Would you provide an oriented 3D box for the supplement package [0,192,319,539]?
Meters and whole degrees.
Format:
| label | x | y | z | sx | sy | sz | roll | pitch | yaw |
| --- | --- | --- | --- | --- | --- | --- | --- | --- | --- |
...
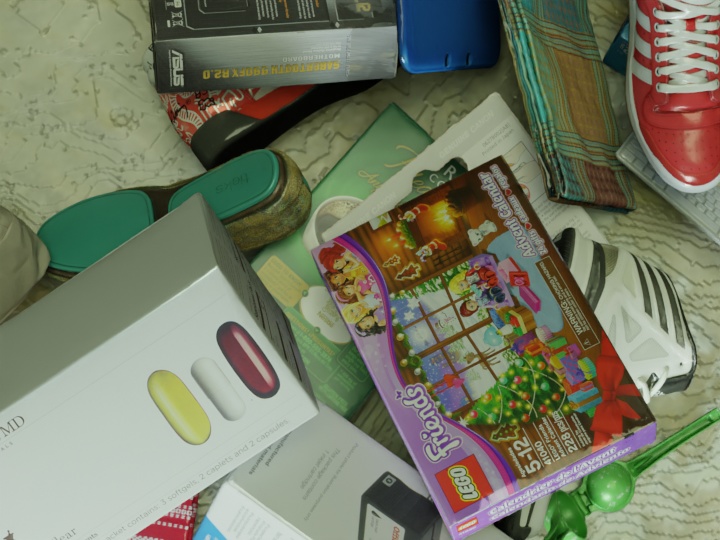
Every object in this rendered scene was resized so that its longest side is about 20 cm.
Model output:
| label | x | y | z | sx | sy | sz | roll | pitch | yaw |
| --- | --- | --- | --- | --- | --- | --- | --- | --- | --- |
| supplement package | -0.144 | 0.069 | 1.009 | 0.199 | 0.156 | 0.111 | -34 | 110 | 2 |

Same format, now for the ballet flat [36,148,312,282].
| label | x | y | z | sx | sy | sz | roll | pitch | yaw |
| --- | --- | --- | --- | --- | --- | --- | --- | --- | --- |
| ballet flat | -0.122 | -0.026 | 1.117 | 0.198 | 0.071 | 0.071 | -17 | 81 | 20 |

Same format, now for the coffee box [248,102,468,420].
| label | x | y | z | sx | sy | sz | roll | pitch | yaw |
| --- | --- | --- | --- | --- | --- | --- | --- | --- | --- |
| coffee box | 0.000 | 0.000 | 1.138 | 0.123 | 0.044 | 0.200 | 40 | 80 | 1 |

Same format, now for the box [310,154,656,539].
| label | x | y | z | sx | sy | sz | roll | pitch | yaw |
| --- | --- | --- | --- | --- | --- | --- | --- | --- | --- |
| box | 0.072 | 0.044 | 1.015 | 0.136 | 0.039 | 0.201 | -26 | 65 | -3 |

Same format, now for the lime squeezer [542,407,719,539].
| label | x | y | z | sx | sy | sz | roll | pitch | yaw |
| --- | --- | --- | --- | --- | --- | --- | --- | --- | --- |
| lime squeezer | 0.161 | 0.144 | 1.118 | 0.199 | 0.071 | 0.038 | -28 | 69 | -38 |

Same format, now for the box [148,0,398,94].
| label | x | y | z | sx | sy | sz | roll | pitch | yaw |
| --- | --- | --- | --- | --- | --- | --- | --- | --- | --- |
| box | -0.066 | -0.208 | 1.120 | 0.157 | 0.049 | 0.201 | -5 | 52 | -8 |

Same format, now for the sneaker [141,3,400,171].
| label | x | y | z | sx | sy | sz | roll | pitch | yaw |
| --- | --- | --- | --- | --- | --- | --- | --- | --- | --- |
| sneaker | -0.051 | -0.160 | 1.150 | 0.201 | 0.067 | 0.108 | -33 | 75 | -15 |

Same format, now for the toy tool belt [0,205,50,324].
| label | x | y | z | sx | sy | sz | roll | pitch | yaw |
| --- | --- | --- | --- | --- | --- | --- | --- | --- | --- |
| toy tool belt | -0.308 | 0.021 | 1.091 | 0.123 | 0.125 | 0.200 | 33 | 74 | 35 |

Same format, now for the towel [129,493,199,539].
| label | x | y | z | sx | sy | sz | roll | pitch | yaw |
| --- | --- | --- | --- | --- | --- | --- | --- | --- | --- |
| towel | -0.177 | 0.143 | 1.114 | 0.143 | 0.022 | 0.202 | 8 | 78 | -1 |

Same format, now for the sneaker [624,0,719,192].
| label | x | y | z | sx | sy | sz | roll | pitch | yaw |
| --- | --- | --- | --- | --- | --- | --- | --- | --- | --- |
| sneaker | 0.213 | -0.157 | 1.080 | 0.070 | 0.113 | 0.202 | -4 | 81 | -4 |

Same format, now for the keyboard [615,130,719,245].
| label | x | y | z | sx | sy | sz | roll | pitch | yaw |
| --- | --- | --- | --- | --- | --- | --- | --- | --- | --- |
| keyboard | 0.261 | -0.027 | 1.162 | 0.200 | 0.056 | 0.011 | 40 | 124 | 3 |

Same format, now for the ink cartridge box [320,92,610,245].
| label | x | y | z | sx | sy | sz | roll | pitch | yaw |
| --- | --- | --- | --- | --- | --- | --- | --- | --- | --- |
| ink cartridge box | 0.087 | 0.011 | 1.119 | 0.161 | 0.050 | 0.201 | -39 | 94 | -14 |

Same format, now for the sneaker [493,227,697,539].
| label | x | y | z | sx | sy | sz | roll | pitch | yaw |
| --- | --- | --- | --- | --- | --- | --- | --- | --- | --- |
| sneaker | 0.156 | 0.083 | 1.069 | 0.114 | 0.076 | 0.202 | 18 | 80 | -11 |

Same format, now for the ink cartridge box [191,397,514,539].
| label | x | y | z | sx | sy | sz | roll | pitch | yaw |
| --- | --- | --- | --- | --- | --- | --- | --- | --- | --- |
| ink cartridge box | 0.004 | 0.180 | 1.051 | 0.199 | 0.145 | 0.084 | 35 | 62 | 2 |

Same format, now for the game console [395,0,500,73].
| label | x | y | z | sx | sy | sz | roll | pitch | yaw |
| --- | --- | --- | --- | --- | --- | --- | --- | --- | --- |
| game console | 0.018 | -0.223 | 1.098 | 0.170 | 0.200 | 0.119 | 32 | 107 | 14 |

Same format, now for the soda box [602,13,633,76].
| label | x | y | z | sx | sy | sz | roll | pitch | yaw |
| --- | --- | --- | --- | --- | --- | --- | --- | --- | --- |
| soda box | 0.273 | -0.129 | 1.169 | 0.199 | 0.064 | 0.068 | 32 | 80 | 2 |

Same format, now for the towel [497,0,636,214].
| label | x | y | z | sx | sy | sz | roll | pitch | yaw |
| --- | --- | --- | --- | --- | --- | --- | --- | --- | --- |
| towel | 0.137 | -0.140 | 1.130 | 0.022 | 0.146 | 0.202 | -17 | 81 | 28 |
